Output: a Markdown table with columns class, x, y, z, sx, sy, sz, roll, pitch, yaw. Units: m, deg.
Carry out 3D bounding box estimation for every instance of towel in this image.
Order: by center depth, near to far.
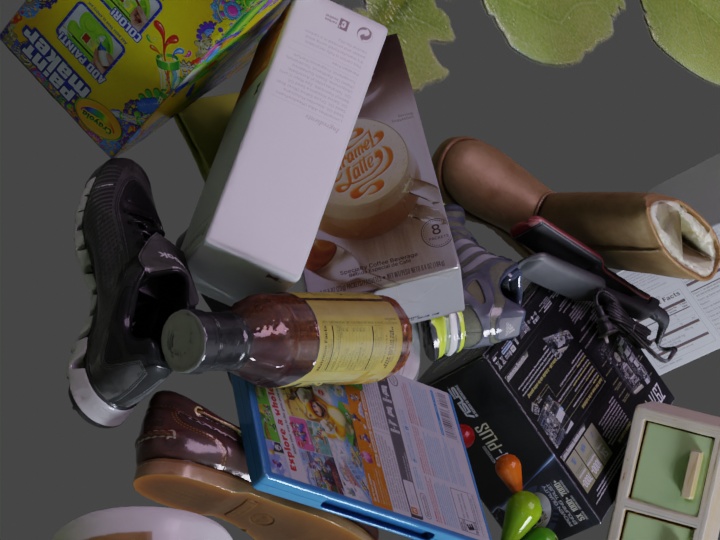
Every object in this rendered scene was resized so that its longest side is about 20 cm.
| class | x | y | z | sx | sy | sz | roll | pitch | yaw |
| --- | --- | --- | --- | --- | --- | --- | --- | --- | --- |
| towel | -0.067 | -0.103 | 1.529 | 0.200 | 0.018 | 0.086 | -16 | 75 | -53 |

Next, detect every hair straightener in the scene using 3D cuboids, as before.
| class | x | y | z | sx | sy | sz | roll | pitch | yaw |
| --- | --- | --- | --- | --- | --- | --- | --- | --- | --- |
| hair straightener | 0.194 | 0.032 | 1.591 | 0.200 | 0.041 | 0.077 | 34 | 44 | -38 |

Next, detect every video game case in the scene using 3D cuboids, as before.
| class | x | y | z | sx | sy | sz | roll | pitch | yaw |
| --- | --- | --- | --- | --- | --- | --- | --- | --- | --- |
| video game case | -0.002 | 0.115 | 1.344 | 0.200 | 0.018 | 0.143 | 23 | 37 | -34 |

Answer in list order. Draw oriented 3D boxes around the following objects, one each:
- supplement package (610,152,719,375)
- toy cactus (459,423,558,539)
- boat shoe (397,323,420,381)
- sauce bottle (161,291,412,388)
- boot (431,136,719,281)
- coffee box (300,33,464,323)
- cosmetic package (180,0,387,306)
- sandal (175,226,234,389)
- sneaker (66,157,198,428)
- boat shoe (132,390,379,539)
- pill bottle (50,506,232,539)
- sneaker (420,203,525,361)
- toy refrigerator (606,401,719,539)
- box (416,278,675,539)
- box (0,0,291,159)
| class | x | y | z | sx | sy | sz | roll | pitch | yaw |
| --- | --- | --- | --- | --- | --- | --- | --- | --- | --- |
| supplement package | 0.333 | -0.020 | 1.834 | 0.111 | 0.156 | 0.200 | 54 | 36 | -11 |
| toy cactus | 0.074 | 0.223 | 1.429 | 0.165 | 0.102 | 0.200 | -22 | 86 | -35 |
| boat shoe | -0.001 | 0.001 | 1.488 | 0.065 | 0.074 | 0.203 | 21 | 58 | -47 |
| sauce bottle | -0.048 | 0.045 | 1.291 | 0.200 | 0.066 | 0.066 | 3 | 64 | -49 |
| boot | 0.178 | -0.055 | 1.629 | 0.175 | 0.200 | 0.066 | 32 | 76 | -34 |
| coffee box | -0.002 | -0.060 | 1.442 | 0.080 | 0.114 | 0.200 | 77 | -1 | -64 |
| cosmetic package | -0.056 | -0.081 | 1.349 | 0.071 | 0.101 | 0.200 | 23 | 67 | -12 |
| sandal | -0.071 | 0.055 | 1.397 | 0.075 | 0.048 | 0.201 | -8 | 60 | -51 |
| sneaker | -0.144 | 0.002 | 1.297 | 0.066 | 0.090 | 0.200 | 29 | 46 | -37 |
| boat shoe | -0.063 | 0.140 | 1.316 | 0.200 | 0.070 | 0.070 | 31 | 49 | -34 |
| pill bottle | -0.127 | 0.248 | 1.129 | 0.114 | 0.114 | 0.200 | 25 | 48 | -38 |
| sneaker | 0.085 | 0.008 | 1.539 | 0.200 | 0.081 | 0.074 | -92 | -179 | -59 |
| toy refrigerator | 0.235 | 0.209 | 1.529 | 0.070 | 0.076 | 0.201 | 2 | 101 | -68 |
| box | 0.151 | 0.103 | 1.588 | 0.164 | 0.086 | 0.200 | 54 | 36 | -8 |
| box | -0.114 | -0.210 | 1.380 | 0.122 | 0.193 | 0.200 | 47 | 36 | -1 |
